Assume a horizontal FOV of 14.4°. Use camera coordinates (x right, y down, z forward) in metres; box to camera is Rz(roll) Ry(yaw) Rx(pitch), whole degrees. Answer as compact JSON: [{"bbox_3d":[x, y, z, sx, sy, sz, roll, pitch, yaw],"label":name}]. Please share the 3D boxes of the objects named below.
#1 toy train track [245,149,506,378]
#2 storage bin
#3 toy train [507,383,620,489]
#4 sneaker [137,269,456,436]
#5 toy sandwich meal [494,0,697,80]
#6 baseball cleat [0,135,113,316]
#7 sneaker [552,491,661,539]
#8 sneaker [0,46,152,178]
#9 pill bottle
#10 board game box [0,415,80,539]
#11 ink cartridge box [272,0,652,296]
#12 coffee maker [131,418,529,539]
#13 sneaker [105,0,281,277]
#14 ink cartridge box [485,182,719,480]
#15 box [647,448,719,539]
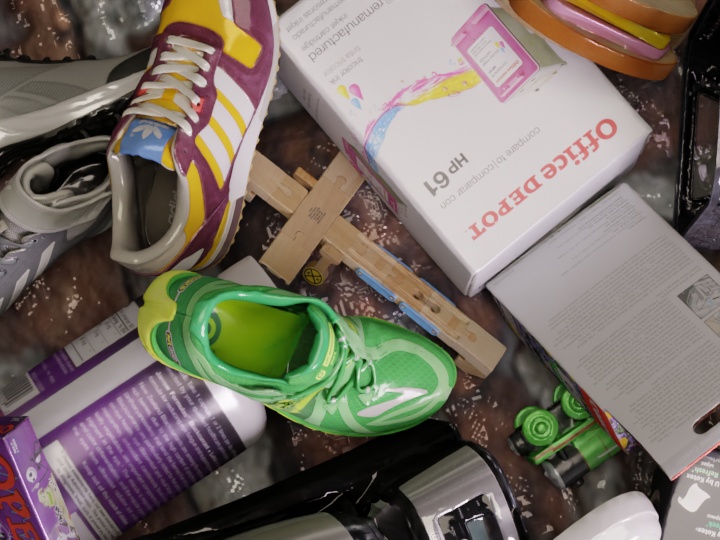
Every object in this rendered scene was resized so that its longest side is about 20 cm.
[{"bbox_3d":[0.000,0.000,1.732,0.200,0.033,0.115,38,48,-3],"label":"toy train track"},{"bbox_3d":[0.243,-0.088,1.666,0.094,0.200,0.136,5,82,-1],"label":"storage bin"},{"bbox_3d":[0.181,0.064,1.728,0.200,0.042,0.056,-34,95,-5],"label":"toy train"},{"bbox_3d":[-0.029,0.053,1.610,0.200,0.084,0.074,15,89,-29],"label":"sneaker"},{"bbox_3d":[0.135,-0.207,1.699,0.205,0.070,0.205,21,47,-24],"label":"toy sandwich meal"},{"bbox_3d":[-0.219,-0.018,1.696,0.200,0.106,0.070,-42,79,-8],"label":"baseball cleat"},{"bbox_3d":[0.120,0.228,1.595,0.200,0.074,0.116,-48,57,11],"label":"sneaker"},{"bbox_3d":[-0.201,-0.106,1.728,0.200,0.074,0.079,-18,78,-3],"label":"sneaker"},{"bbox_3d":[-0.126,0.079,1.682,0.200,0.111,0.112,-33,84,-5],"label":"pill bottle"},{"bbox_3d":[-0.202,0.174,1.632,0.120,0.032,0.200,-5,115,36],"label":"board game box"},{"bbox_3d":[0.059,-0.106,1.722,0.144,0.085,0.200,-39,84,-8],"label":"ink cartridge box"},{"bbox_3d":[-0.025,0.165,1.653,0.200,0.192,0.135,-21,122,-23],"label":"coffee maker"},{"bbox_3d":[-0.101,-0.094,1.659,0.075,0.090,0.200,9,96,24],"label":"sneaker"},{"bbox_3d":[0.173,0.044,1.670,0.109,0.050,0.200,-36,47,-5],"label":"ink cartridge box"},{"bbox_3d":[0.206,0.211,1.664,0.106,0.122,0.200,15,82,1],"label":"box"}]
